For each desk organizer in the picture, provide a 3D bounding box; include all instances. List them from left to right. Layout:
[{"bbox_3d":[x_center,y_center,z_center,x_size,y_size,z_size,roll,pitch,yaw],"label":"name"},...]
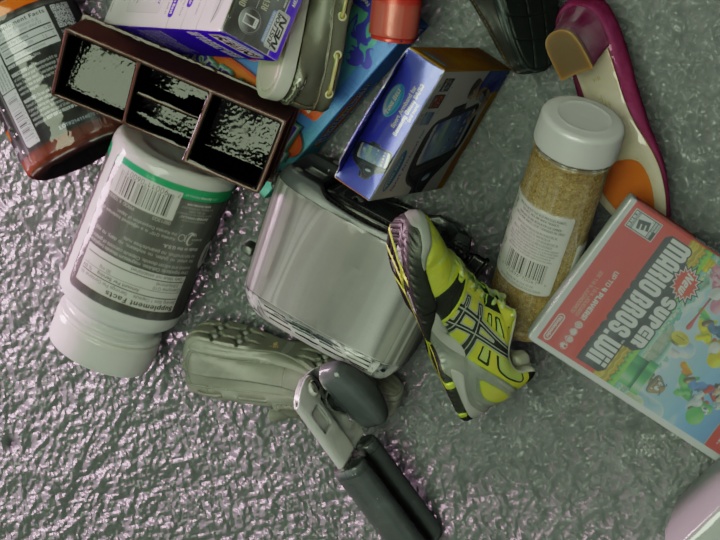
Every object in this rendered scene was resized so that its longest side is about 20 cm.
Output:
[{"bbox_3d":[-0.156,-0.137,1.702,0.199,0.077,0.072,23,104,0],"label":"desk organizer"}]

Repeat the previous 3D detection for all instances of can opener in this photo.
[{"bbox_3d":[0.015,0.160,1.720,0.067,0.053,0.200,-19,117,37],"label":"can opener"}]

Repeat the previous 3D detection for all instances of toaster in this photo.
[{"bbox_3d":[0.000,0.000,1.721,0.199,0.114,0.130,28,109,8],"label":"toaster"}]

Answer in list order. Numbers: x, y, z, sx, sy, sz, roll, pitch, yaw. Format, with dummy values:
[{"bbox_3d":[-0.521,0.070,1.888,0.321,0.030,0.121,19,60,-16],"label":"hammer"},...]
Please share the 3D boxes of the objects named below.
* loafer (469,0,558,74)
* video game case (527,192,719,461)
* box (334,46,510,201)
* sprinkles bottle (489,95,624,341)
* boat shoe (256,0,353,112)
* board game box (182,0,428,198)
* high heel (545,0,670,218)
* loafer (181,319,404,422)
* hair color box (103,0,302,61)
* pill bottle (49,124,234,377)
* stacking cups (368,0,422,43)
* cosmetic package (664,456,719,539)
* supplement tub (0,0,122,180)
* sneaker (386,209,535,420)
[{"bbox_3d":[0.104,-0.249,1.684,0.072,0.073,0.201,-24,79,47],"label":"loafer"},{"bbox_3d":[0.254,0.049,1.649,0.200,0.017,0.143,33,107,-9],"label":"video game case"},{"bbox_3d":[0.048,-0.118,1.641,0.041,0.200,0.119,34,107,13],"label":"box"},{"bbox_3d":[0.152,-0.039,1.650,0.068,0.068,0.201,26,126,15],"label":"sprinkles bottle"},{"bbox_3d":[-0.029,-0.229,1.684,0.060,0.072,0.203,17,87,-25],"label":"boat shoe"},{"bbox_3d":[-0.063,-0.185,1.756,0.152,0.045,0.200,45,108,10],"label":"board game box"},{"bbox_3d":[0.209,-0.128,1.674,0.067,0.096,0.200,-21,109,35],"label":"high heel"},{"bbox_3d":[-0.059,0.097,1.781,0.199,0.070,0.070,14,116,18],"label":"loafer"},{"bbox_3d":[-0.122,-0.235,1.693,0.200,0.065,0.110,13,79,56],"label":"hair color box"},{"bbox_3d":[-0.191,-0.017,1.782,0.113,0.113,0.201,29,110,14],"label":"pill bottle"},{"bbox_3d":[0.041,-0.283,1.656,0.060,0.060,0.201,11,109,18],"label":"stacking cups"},{"bbox_3d":[0.358,0.190,1.578,0.165,0.165,0.200,44,109,2],"label":"cosmetic package"},{"bbox_3d":[-0.282,-0.187,1.802,0.107,0.107,0.201,-27,86,20],"label":"supplement tub"},{"bbox_3d":[0.078,0.026,1.634,0.076,0.075,0.200,-25,128,-1],"label":"sneaker"}]
